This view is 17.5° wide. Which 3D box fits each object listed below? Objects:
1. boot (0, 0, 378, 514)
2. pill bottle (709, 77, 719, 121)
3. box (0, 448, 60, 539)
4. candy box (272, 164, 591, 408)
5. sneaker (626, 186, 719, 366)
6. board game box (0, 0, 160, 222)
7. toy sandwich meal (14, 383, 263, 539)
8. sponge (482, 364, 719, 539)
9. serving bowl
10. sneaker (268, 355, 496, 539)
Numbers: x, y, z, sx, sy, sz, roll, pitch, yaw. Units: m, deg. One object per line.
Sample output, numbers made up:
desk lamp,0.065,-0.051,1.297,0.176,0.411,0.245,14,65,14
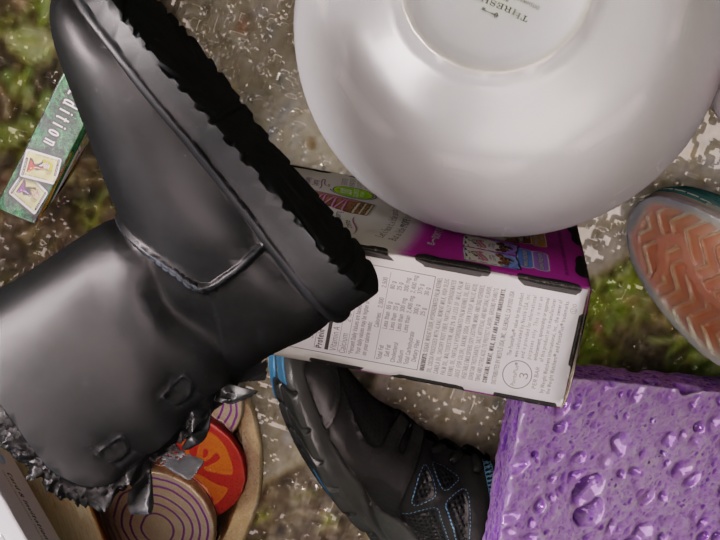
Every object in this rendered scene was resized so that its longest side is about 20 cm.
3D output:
boot,-0.107,-0.010,0.970,0.162,0.073,0.198,-36,100,14
pill bottle,0.262,-0.107,1.044,0.200,0.113,0.113,-43,100,12
box,-0.212,0.191,1.062,0.200,0.041,0.156,-42,58,9
candy box,0.000,0.000,1.072,0.199,0.136,0.061,11,105,0
sneaker,0.221,0.018,1.110,0.200,0.080,0.072,34,128,11
board game box,-0.104,-0.122,1.059,0.023,0.105,0.200,29,105,-2
toy sandwich meal,-0.148,0.100,1.139,0.204,0.070,0.206,1,106,2
sponge,0.160,0.106,1.122,0.199,0.030,0.112,6,103,-16
serving bowl,0.063,-0.119,1.031,0.199,0.066,0.201,-2,78,8
sneaker,0.027,0.101,1.141,0.082,0.073,0.200,-35,109,-2
